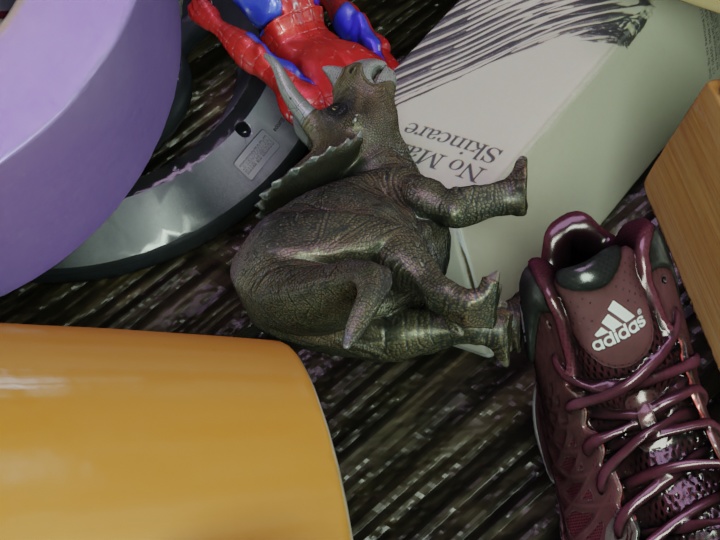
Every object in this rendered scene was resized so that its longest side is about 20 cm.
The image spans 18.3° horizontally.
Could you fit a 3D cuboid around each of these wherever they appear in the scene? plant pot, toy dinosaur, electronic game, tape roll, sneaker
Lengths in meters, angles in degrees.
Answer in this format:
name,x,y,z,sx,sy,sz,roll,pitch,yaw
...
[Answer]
name,x,y,z,sx,sy,sz,roll,pitch,yaw
plant pot,-0.101,0.095,0.669,0.182,0.201,0.201,-9,38,-13
toy dinosaur,0.000,0.000,0.720,0.101,0.078,0.200,4,28,11
electronic game,-0.111,-0.074,0.962,0.198,0.042,0.201,-7,49,8
tape roll,-0.160,-0.090,0.715,0.198,0.085,0.202,-1,67,2
sneaker,0.084,0.057,0.688,0.075,0.116,0.201,-18,40,-1

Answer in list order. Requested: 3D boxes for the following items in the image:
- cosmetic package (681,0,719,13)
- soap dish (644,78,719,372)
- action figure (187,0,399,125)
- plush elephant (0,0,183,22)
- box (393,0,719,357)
name,x,y,z,sx,sy,sz,roll,pitch,yaw
cosmetic package,0.187,-0.132,0.828,0.199,0.071,0.105,19,36,-1
soap dish,0.191,0.006,0.716,0.156,0.082,0.201,-7,38,-5
action figure,-0.036,-0.116,0.917,0.065,0.052,0.201,-18,71,-36
plush elephant,-0.181,-0.080,0.839,0.200,0.155,0.165,-43,-1,-5
box,0.067,-0.063,0.867,0.082,0.069,0.200,17,50,32
